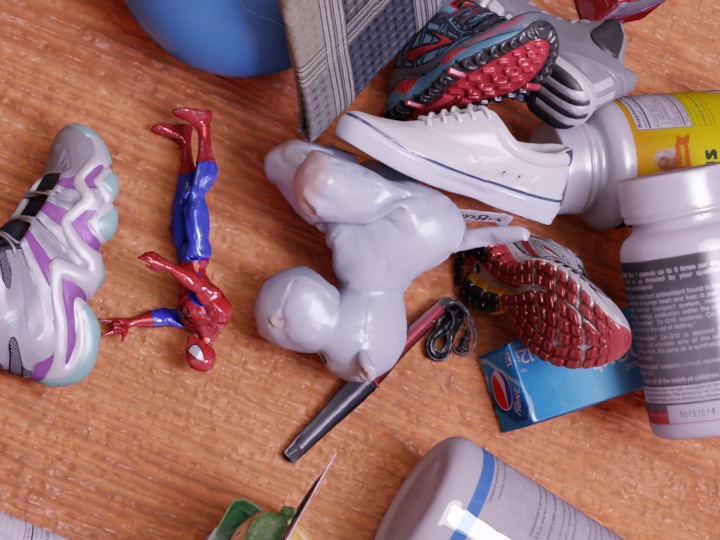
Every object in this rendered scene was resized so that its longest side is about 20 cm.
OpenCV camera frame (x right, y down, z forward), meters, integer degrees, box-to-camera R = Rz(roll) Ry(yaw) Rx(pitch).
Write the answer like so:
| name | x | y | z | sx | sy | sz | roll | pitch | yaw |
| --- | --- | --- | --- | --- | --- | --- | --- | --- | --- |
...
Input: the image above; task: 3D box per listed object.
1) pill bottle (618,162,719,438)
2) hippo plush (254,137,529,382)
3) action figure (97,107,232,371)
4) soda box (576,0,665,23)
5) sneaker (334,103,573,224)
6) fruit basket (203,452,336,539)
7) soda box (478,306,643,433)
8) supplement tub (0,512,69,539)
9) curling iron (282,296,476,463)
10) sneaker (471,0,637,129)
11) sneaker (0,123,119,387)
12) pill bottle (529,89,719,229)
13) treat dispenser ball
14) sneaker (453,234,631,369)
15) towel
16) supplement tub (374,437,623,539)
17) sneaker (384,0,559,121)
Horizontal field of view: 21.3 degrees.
| name | x | y | z | sx | sy | sz | roll | pitch | yaw |
| --- | --- | --- | --- | --- | --- | --- | --- | --- | --- |
| pill bottle | 0.265 | 0.021 | 1.487 | 0.113 | 0.114 | 0.202 | -12 | 92 | -22 |
| hippo plush | 0.000 | 0.000 | 1.494 | 0.199 | 0.159 | 0.162 | 19 | 97 | -9 |
| action figure | -0.152 | -0.020 | 1.463 | 0.098 | 0.065 | 0.201 | -3 | 77 | -29 |
| soda box | 0.203 | -0.315 | 1.660 | 0.063 | 0.070 | 0.201 | -14 | 82 | -23 |
| sneaker | 0.075 | -0.099 | 1.497 | 0.199 | 0.073 | 0.071 | 17 | 97 | -25 |
| fruit basket | -0.085 | 0.223 | 1.356 | 0.093 | 0.200 | 0.186 | 30 | 69 | 5 |
| soda box | 0.202 | 0.071 | 1.568 | 0.199 | 0.064 | 0.068 | -15 | 83 | -22 |
| supplement tub | -0.289 | 0.221 | 1.318 | 0.199 | 0.132 | 0.133 | 25 | 70 | -13 |
| curling iron | 0.017 | 0.088 | 1.517 | 0.200 | 0.026 | 0.050 | -36 | 88 | -23 |
| sneaker | 0.150 | -0.194 | 1.590 | 0.115 | 0.075 | 0.200 | -22 | 53 | -33 |
| sneaker | -0.254 | -0.022 | 1.399 | 0.139 | 0.077 | 0.202 | 13 | 71 | -39 |
| pill bottle | 0.244 | -0.092 | 1.599 | 0.199 | 0.109 | 0.110 | -6 | 79 | -20 |
| treat dispenser ball | -0.091 | -0.249 | 1.466 | 0.199 | 0.201 | 0.202 | 5 | 75 | -19 |
| sneaker | 0.154 | 0.013 | 1.504 | 0.082 | 0.200 | 0.078 | -7 | 116 | -27 |
| towel | 0.004 | -0.216 | 1.415 | 0.034 | 0.200 | 0.193 | 33 | 67 | 22 |
| supplement tub | 0.119 | 0.229 | 1.455 | 0.199 | 0.132 | 0.132 | 33 | 68 | -8 |
| sneaker | 0.080 | -0.179 | 1.511 | 0.079 | 0.200 | 0.096 | 10 | 73 | -33 |
